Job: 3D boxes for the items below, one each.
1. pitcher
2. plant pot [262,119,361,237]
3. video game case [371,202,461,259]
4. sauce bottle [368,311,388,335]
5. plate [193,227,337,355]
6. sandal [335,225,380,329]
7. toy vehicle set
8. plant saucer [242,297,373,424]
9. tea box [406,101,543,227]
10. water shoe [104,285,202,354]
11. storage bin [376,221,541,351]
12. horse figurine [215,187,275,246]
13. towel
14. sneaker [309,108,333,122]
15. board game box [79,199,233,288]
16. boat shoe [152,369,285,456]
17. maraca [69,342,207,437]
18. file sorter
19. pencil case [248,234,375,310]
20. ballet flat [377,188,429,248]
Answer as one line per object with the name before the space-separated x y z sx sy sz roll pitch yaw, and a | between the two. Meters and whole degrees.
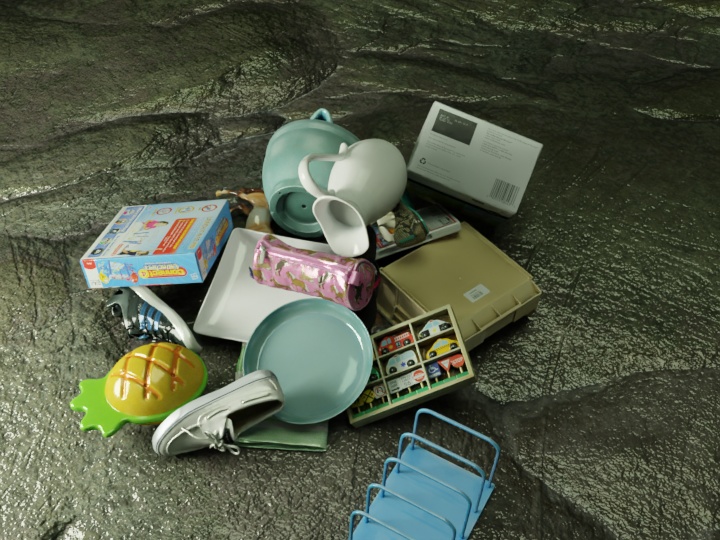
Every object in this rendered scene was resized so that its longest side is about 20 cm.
pitcher | -0.013 -0.145 1.474 0.121 0.172 0.200 -16 29 37
plant pot | -0.087 -0.143 1.615 0.200 0.200 0.134 11 47 7
video game case | 0.062 -0.063 1.601 0.200 0.017 0.143 -19 20 -4
sauce bottle | -0.014 0.074 1.504 0.066 0.066 0.200 -34 55 -30
plate | -0.146 0.036 1.498 0.200 0.032 0.200 10 63 16
sandal | 0.000 0.000 1.472 0.075 0.045 0.200 18 57 -25
toy vehicle set | 0.064 0.144 1.396 0.200 0.027 0.124 -23 59 9
plant saucer | -0.078 0.138 1.398 0.200 0.027 0.200 -4 65 8
tea box | 0.187 -0.180 1.624 0.200 0.197 0.134 22 86 0
water shoe | -0.330 0.091 1.478 0.079 0.072 0.200 -44 54 -14
storage bin | 0.160 0.042 1.528 0.200 0.094 0.199 -28 54 -28
horse figurine | -0.200 -0.089 1.661 0.132 0.050 0.200 -1 48 4
towel | -0.122 0.185 1.420 0.152 0.023 0.200 3 46 -1
sneaker | -0.093 -0.240 1.789 0.074 0.082 0.200 4 46 1
board game box | -0.334 -0.047 1.544 0.195 0.056 0.200 -3 29 11
boat shoe | -0.197 0.226 1.322 0.202 0.075 0.086 -27 48 -8
maraca | -0.322 0.174 1.359 0.200 0.107 0.137 -23 44 -22
file sorter | 0.086 0.308 1.246 0.139 0.123 0.200 23 50 19
pencil case | -0.073 0.002 1.416 0.200 0.083 0.086 15 21 29
ballet flat | 0.062 -0.088 1.555 0.075 0.068 0.200 -27 22 5
